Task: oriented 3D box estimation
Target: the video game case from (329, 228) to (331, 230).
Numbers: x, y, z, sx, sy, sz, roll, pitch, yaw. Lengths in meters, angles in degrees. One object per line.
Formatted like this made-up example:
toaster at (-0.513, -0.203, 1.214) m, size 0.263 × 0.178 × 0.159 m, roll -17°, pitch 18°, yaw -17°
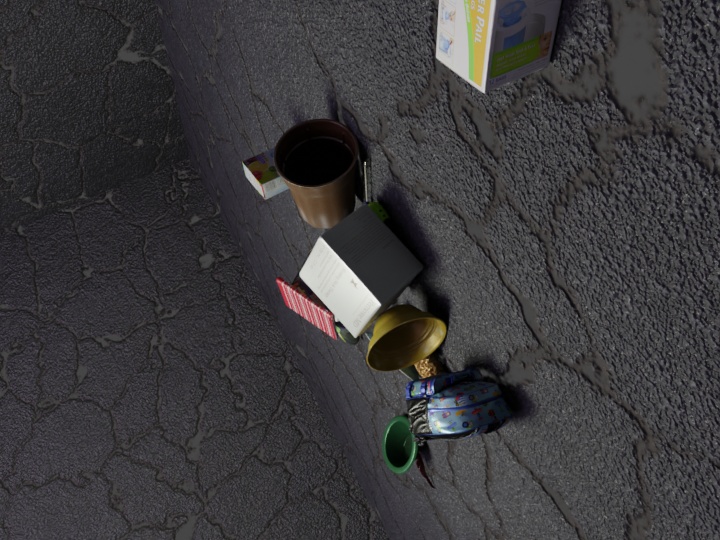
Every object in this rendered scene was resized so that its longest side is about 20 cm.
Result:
video game case at (-0.023, -0.050, 1.681) m, size 0.201 × 0.045 × 0.183 m, roll 54°, pitch 158°, yaw 32°

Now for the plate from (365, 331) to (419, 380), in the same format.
plate at (0.094, 0.227, 1.636) m, size 0.199 × 0.026 × 0.200 m, roll 43°, pitch -176°, yaw -3°

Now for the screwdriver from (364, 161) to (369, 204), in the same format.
screwdriver at (0.012, -0.176, 1.433) m, size 0.028 × 0.029 × 0.202 m, roll 51°, pitch 162°, yaw 35°

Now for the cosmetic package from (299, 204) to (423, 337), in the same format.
cosmetic package at (0.000, 0.000, 1.368) m, size 0.200 × 0.166 × 0.168 m, roll 46°, pitch 142°, yaw 8°

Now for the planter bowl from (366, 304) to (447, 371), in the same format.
planter bowl at (0.093, 0.137, 1.377) m, size 0.203 × 0.196 × 0.085 m, roll 89°, pitch 161°, yaw -52°

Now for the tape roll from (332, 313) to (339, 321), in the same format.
tape roll at (-0.052, 0.029, 1.592) m, size 0.202 × 0.069 × 0.208 m, roll 170°, pitch 90°, yaw -81°

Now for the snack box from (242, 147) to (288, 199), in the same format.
snack box at (-0.205, -0.284, 1.642) m, size 0.142 × 0.197 × 0.054 m, roll 47°, pitch 157°, yaw 41°

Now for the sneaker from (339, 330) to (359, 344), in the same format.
sneaker at (-0.039, 0.164, 1.966) m, size 0.081 × 0.073 × 0.204 m, roll 33°, pitch 145°, yaw 53°

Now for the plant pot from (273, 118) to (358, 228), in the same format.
plant pot at (-0.094, -0.218, 1.452) m, size 0.202 × 0.197 × 0.200 m, roll 54°, pitch 166°, yaw 28°

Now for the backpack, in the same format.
backpack at (0.208, 0.278, 1.252) m, size 0.199 × 0.179 × 0.138 m, roll -28°, pitch 71°, yaw 58°

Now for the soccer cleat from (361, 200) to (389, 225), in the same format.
soccer cleat at (0.033, -0.079, 1.458) m, size 0.081 × 0.067 × 0.202 m, roll 47°, pitch 154°, yaw 27°

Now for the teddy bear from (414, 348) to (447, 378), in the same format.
teddy bear at (0.159, 0.234, 1.497) m, size 0.203 × 0.066 × 0.145 m, roll 63°, pitch 164°, yaw 11°

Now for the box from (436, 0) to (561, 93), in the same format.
box at (0.161, -0.330, 0.688) m, size 0.102 × 0.111 × 0.203 m, roll 50°, pitch 155°, yaw 36°

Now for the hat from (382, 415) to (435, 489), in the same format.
hat at (0.181, 0.573, 1.957) m, size 0.166 × 0.173 × 0.204 m, roll 45°, pitch 117°, yaw 49°

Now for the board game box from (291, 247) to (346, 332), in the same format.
board game box at (-0.093, 0.052, 1.737) m, size 0.056 × 0.167 × 0.201 m, roll -27°, pitch 115°, yaw 34°

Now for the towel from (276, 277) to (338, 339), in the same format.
towel at (-0.144, 0.102, 1.658) m, size 0.198 × 0.023 × 0.146 m, roll 32°, pitch 157°, yaw 22°
